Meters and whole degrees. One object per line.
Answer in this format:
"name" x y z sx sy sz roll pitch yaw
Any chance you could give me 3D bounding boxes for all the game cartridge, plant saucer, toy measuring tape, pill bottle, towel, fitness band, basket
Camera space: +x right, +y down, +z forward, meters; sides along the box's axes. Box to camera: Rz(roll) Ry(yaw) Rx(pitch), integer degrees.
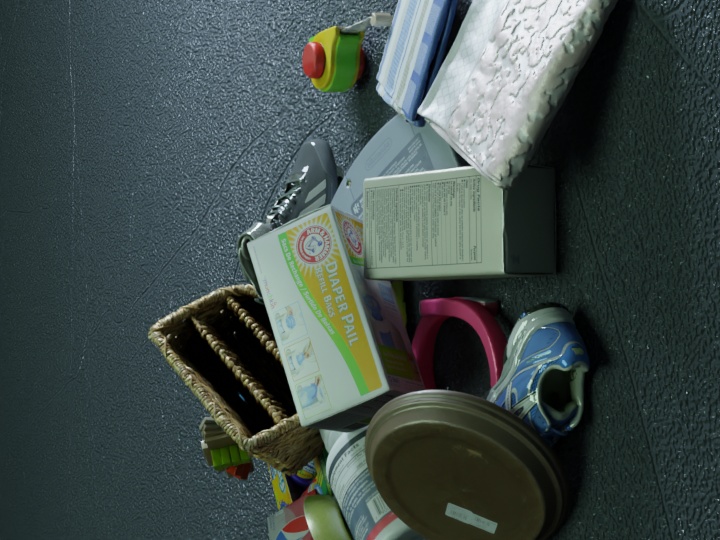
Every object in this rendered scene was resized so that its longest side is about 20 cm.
"game cartridge" 0.044 -0.085 1.562 0.200 0.040 0.134 -44 58 41
"plant saucer" 0.011 0.315 1.585 0.031 0.200 0.201 -35 45 6
"toy measuring tape" -0.014 -0.240 1.685 0.200 0.073 0.074 177 91 -65
"pill bottle" 0.031 0.221 1.557 0.201 0.119 0.120 -119 37 -44
"towel" 0.058 -0.231 1.510 0.200 0.024 0.148 -119 43 -71
"fitness band" 0.099 0.099 1.501 0.200 0.037 0.145 179 89 -66
"basket" -0.109 0.104 1.661 0.143 0.149 0.200 -43 62 1
"towel" 0.136 -0.192 1.332 0.201 0.032 0.191 -62 30 12
"plant saucer" 0.093 0.193 1.370 0.030 0.199 0.201 -59 -2 -45

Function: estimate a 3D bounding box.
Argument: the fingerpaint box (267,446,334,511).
"fingerpaint box" -0.052 0.217 1.782 0.167 0.073 0.201 123 138 -51

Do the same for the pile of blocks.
"pile of blocks" -0.143 0.198 1.795 0.201 0.081 0.063 117 146 -45

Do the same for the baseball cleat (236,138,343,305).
"baseball cleat" -0.079 -0.058 1.651 0.069 0.106 0.202 -14 67 50

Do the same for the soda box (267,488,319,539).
"soda box" -0.052 0.316 1.584 0.064 0.070 0.200 56 -175 -19

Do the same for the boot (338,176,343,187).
"boot" -0.065 -0.007 1.791 0.168 0.076 0.202 -8 91 61

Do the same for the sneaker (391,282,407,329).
"sneaker" 0.000 0.000 1.647 0.074 0.083 0.202 135 129 -62

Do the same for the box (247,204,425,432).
"box" -0.023 0.050 1.507 0.101 0.112 0.202 -24 72 18

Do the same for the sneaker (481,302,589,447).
"sneaker" 0.153 0.130 1.344 0.077 0.075 0.201 -122 37 -52

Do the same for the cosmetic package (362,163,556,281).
"cosmetic package" 0.091 -0.043 1.417 0.199 0.071 0.106 0 89 50
